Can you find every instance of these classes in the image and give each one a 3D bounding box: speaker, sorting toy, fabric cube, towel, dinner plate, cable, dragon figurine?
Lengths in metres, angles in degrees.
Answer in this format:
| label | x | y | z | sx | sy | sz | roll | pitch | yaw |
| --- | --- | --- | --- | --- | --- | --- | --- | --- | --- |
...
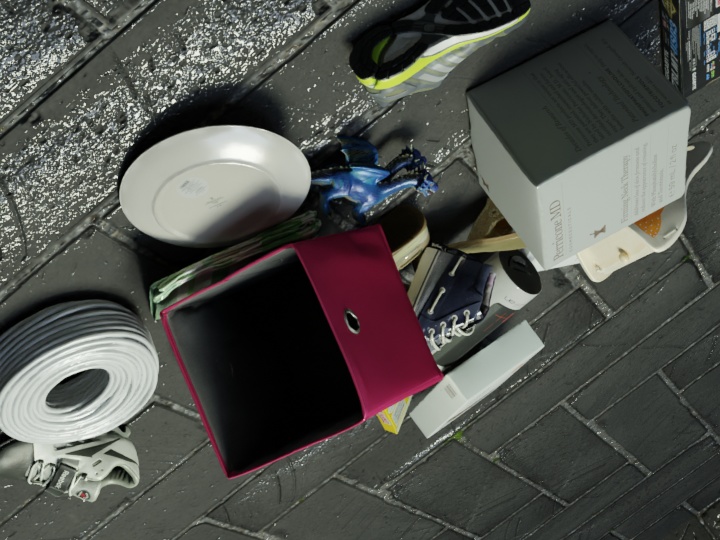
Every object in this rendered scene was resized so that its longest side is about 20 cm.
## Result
| label | x | y | z | sx | sy | sz | roll | pitch | yaw |
| --- | --- | --- | --- | --- | --- | --- | --- | --- | --- |
| speaker | 0.152 | 0.053 | 1.691 | 0.081 | 0.082 | 0.200 | 7 | 140 | -46 |
| sorting toy | 0.364 | -0.094 | 1.590 | 0.180 | 0.107 | 0.200 | -40 | 179 | -16 |
| fabric cube | -0.059 | 0.083 | 1.364 | 0.199 | 0.198 | 0.199 | -26 | 175 | 29 |
| towel | -0.141 | -0.001 | 1.390 | 0.198 | 0.024 | 0.153 | -25 | 172 | -13 |
| dinner plate | -0.147 | -0.077 | 1.282 | 0.198 | 0.024 | 0.201 | -9 | 145 | -6 |
| cable | -0.325 | 0.118 | 1.399 | 0.198 | 0.070 | 0.201 | -23 | 147 | -16 |
| dragon figurine | -0.007 | -0.108 | 1.373 | 0.199 | 0.059 | 0.100 | 15 | 125 | -37 |

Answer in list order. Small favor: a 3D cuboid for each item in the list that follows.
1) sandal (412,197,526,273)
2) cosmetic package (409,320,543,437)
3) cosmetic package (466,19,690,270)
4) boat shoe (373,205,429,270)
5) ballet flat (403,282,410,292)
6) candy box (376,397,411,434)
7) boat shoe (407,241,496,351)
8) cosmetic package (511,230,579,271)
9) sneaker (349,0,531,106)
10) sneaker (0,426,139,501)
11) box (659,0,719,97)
| label | x | y | z | sx | sy | sz | roll | pitch | yaw |
| --- | --- | --- | --- | --- | --- | --- | --- | --- | --- |
| sandal | 0.160 | -0.057 | 1.596 | 0.210 | 0.070 | 0.078 | -16 | 167 | 15 |
| cosmetic package | 0.166 | 0.160 | 1.815 | 0.150 | 0.052 | 0.200 | -35 | 170 | -23 |
| cosmetic package | 0.251 | -0.145 | 1.447 | 0.199 | 0.167 | 0.168 | -28 | 145 | -7 |
| boat shoe | 0.000 | 0.000 | 1.525 | 0.199 | 0.072 | 0.065 | -36 | 148 | -6 |
| ballet flat | -0.005 | 0.041 | 1.571 | 0.198 | 0.073 | 0.068 | -18 | 161 | -21 |
| candy box | 0.042 | 0.134 | 1.608 | 0.200 | 0.026 | 0.103 | 67 | 41 | -64 |
| boat shoe | 0.097 | 0.065 | 1.518 | 0.202 | 0.092 | 0.075 | -69 | 158 | -14 |
| cosmetic package | 0.293 | -0.087 | 1.681 | 0.149 | 0.052 | 0.201 | -9 | 141 | -29 |
| sneaker | 0.084 | -0.236 | 1.287 | 0.198 | 0.074 | 0.081 | -24 | 157 | -2 |
| sneaker | -0.356 | 0.241 | 1.524 | 0.198 | 0.089 | 0.074 | -1 | 138 | -38 |
| box | 0.455 | -0.325 | 1.499 | 0.197 | 0.050 | 0.200 | -32 | 148 | -2 |
